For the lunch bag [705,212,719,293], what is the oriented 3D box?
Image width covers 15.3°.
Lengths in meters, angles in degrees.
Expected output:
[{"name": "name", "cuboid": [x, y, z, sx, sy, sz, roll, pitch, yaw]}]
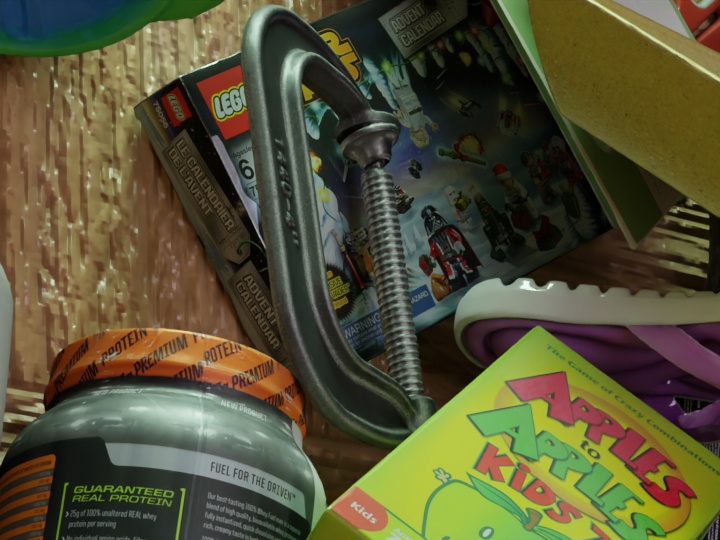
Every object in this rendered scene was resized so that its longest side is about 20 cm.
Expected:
[{"name": "lunch bag", "cuboid": [0.263, -0.066, 1.235, 0.139, 0.199, 0.169, 14, 70, -38]}]

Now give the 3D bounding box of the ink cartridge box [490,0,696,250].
[{"name": "ink cartridge box", "cuboid": [0.094, -0.089, 1.153, 0.146, 0.048, 0.200, 60, 28, -5]}]

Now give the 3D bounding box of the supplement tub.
[{"name": "supplement tub", "cuboid": [-0.076, 0.130, 0.939, 0.122, 0.122, 0.201, 23, 60, -30]}]

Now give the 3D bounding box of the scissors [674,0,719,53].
[{"name": "scissors", "cuboid": [0.141, -0.104, 1.286, 0.200, 0.014, 0.074, -30, 95, -41]}]

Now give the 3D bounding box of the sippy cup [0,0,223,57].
[{"name": "sippy cup", "cuboid": [-0.124, -0.175, 1.030, 0.178, 0.139, 0.131, 55, 32, -42]}]

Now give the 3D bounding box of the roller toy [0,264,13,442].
[{"name": "roller toy", "cuboid": [-0.205, 0.052, 0.826, 0.199, 0.182, 0.141, 19, 62, -32]}]

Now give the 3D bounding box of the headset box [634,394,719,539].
[{"name": "headset box", "cuboid": [0.172, 0.128, 1.171, 0.199, 0.077, 0.150, 25, 58, -30]}]

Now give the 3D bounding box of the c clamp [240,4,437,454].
[{"name": "c clamp", "cuboid": [0.000, 0.000, 1.043, 0.171, 0.027, 0.201, 21, 55, -60]}]

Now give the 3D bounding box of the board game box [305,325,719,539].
[{"name": "board game box", "cuboid": [0.058, 0.096, 0.963, 0.101, 0.048, 0.200, 36, 28, 11]}]

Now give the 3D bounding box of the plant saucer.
[{"name": "plant saucer", "cuboid": [0.171, -0.038, 1.061, 0.200, 0.049, 0.200, 36, 11, 32]}]

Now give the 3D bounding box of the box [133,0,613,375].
[{"name": "box", "cuboid": [0.013, -0.044, 1.138, 0.199, 0.040, 0.138, -27, 89, -42]}]

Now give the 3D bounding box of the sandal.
[{"name": "sandal", "cuboid": [0.132, 0.045, 1.071, 0.083, 0.201, 0.050, 55, 45, -52]}]
